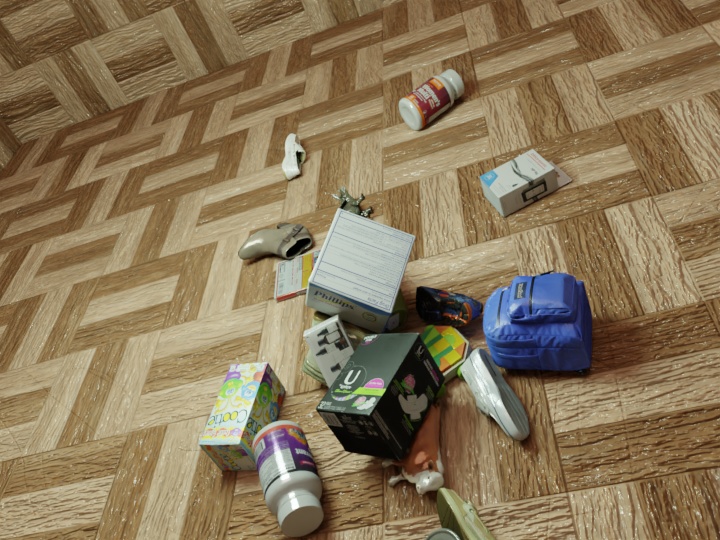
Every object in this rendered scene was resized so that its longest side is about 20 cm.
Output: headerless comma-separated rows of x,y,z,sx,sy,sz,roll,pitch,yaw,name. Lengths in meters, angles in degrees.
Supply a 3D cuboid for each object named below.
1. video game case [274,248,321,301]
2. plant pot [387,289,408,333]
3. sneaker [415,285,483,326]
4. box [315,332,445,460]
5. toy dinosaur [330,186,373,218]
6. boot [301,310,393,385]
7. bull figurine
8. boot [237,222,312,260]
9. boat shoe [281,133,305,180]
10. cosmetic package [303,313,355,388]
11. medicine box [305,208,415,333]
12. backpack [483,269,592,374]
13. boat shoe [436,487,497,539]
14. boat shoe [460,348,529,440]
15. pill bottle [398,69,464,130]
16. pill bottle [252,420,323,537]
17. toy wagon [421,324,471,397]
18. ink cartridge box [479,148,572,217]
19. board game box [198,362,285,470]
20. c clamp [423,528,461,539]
-0.135,0.003,1.794,0.196,0.018,0.144,-18,40,12,video game case
0.018,0.055,1.543,0.185,0.188,0.201,-33,56,-8,plant pot
0.192,0.079,1.489,0.077,0.077,0.199,-5,15,-34,sneaker
0.041,0.232,1.274,0.147,0.125,0.201,-5,36,44,box
-0.025,-0.151,1.873,0.101,0.077,0.203,-23,42,24,toy dinosaur
-0.022,0.182,1.450,0.196,0.157,0.072,17,23,2,boot
0.104,0.337,1.249,0.119,0.066,0.202,-17,35,23,bull figurine
-0.234,-0.069,1.886,0.199,0.071,0.146,-36,38,-15,boot
-0.211,-0.379,2.221,0.068,0.071,0.203,-11,50,16,boat shoe
-0.038,0.201,1.378,0.081,0.203,0.051,-26,7,3,cosmetic package
0.000,0.000,1.420,0.179,0.103,0.203,20,59,2,medicine box
0.337,0.093,1.309,0.196,0.170,0.164,-8,35,28,backpack
0.190,0.435,1.096,0.062,0.075,0.201,-10,31,-23,boat shoe
0.252,0.245,1.276,0.067,0.073,0.202,-48,40,26,boat shoe
0.224,-0.538,2.109,0.199,0.111,0.109,-38,40,-12,pill bottle
-0.136,0.397,1.285,0.110,0.112,0.201,-28,39,-2,pill bottle
0.135,0.198,1.406,0.198,0.040,0.155,-33,39,-7,toy wagon
0.416,-0.231,1.694,0.197,0.068,0.117,-27,39,-1,ink cartridge box
-0.249,0.313,1.449,0.101,0.106,0.202,-7,44,23,board game box
0.123,0.512,1.042,0.171,0.027,0.201,-47,35,9,c clamp
